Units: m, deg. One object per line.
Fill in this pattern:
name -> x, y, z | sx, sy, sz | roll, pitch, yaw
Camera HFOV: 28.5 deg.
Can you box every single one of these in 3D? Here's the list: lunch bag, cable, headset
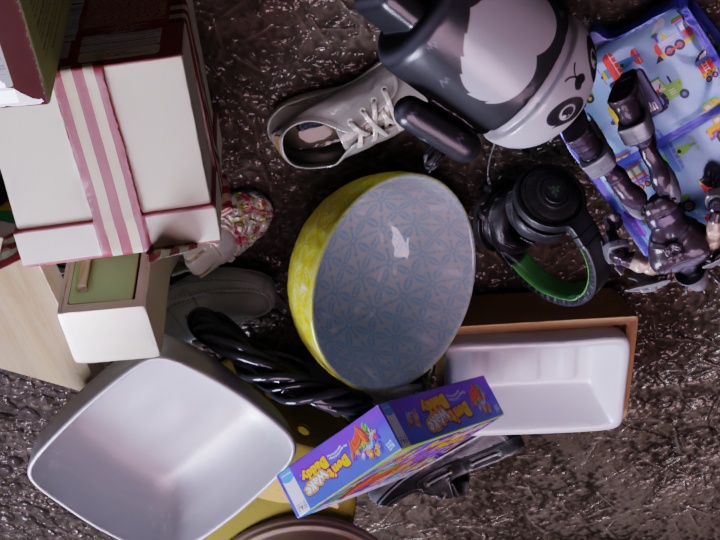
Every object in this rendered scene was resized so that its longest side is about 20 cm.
lunch bag -> 0.256, -0.137, 1.216 | 0.150, 0.095, 0.200 | -29, 116, 28
cable -> -0.080, 0.093, 1.305 | 0.198, 0.163, 0.051 | 28, 93, 10
headset -> 0.138, -0.046, 1.267 | 0.201, 0.094, 0.123 | 55, 152, -9

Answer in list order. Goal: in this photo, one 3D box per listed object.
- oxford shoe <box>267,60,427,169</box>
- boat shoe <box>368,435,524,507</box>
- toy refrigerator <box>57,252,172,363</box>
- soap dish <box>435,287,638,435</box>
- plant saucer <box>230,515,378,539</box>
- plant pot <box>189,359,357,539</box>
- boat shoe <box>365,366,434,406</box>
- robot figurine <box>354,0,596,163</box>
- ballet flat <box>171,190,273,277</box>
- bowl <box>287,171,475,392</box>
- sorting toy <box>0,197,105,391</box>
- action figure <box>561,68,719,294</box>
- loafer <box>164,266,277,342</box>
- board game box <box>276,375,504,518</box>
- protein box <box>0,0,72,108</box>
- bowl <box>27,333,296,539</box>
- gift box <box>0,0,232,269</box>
oxford shoe -> 0.012, -0.136, 1.219 | 0.198, 0.058, 0.076 | -19, 129, 14
boat shoe -> 0.091, 0.218, 1.549 | 0.199, 0.071, 0.072 | -37, 169, 30
toy refrigerator -> -0.206, -0.021, 1.228 | 0.075, 0.202, 0.070 | -4, 136, 4
soap dish -> 0.174, 0.091, 1.433 | 0.197, 0.082, 0.159 | -4, 136, 2
plant saucer -> -0.060, 0.328, 1.437 | 0.197, 0.030, 0.202 | -3, 126, -4
plant pot -> -0.095, 0.201, 1.469 | 0.193, 0.196, 0.201 | 18, 127, -19
boat shoe -> 0.045, 0.109, 1.451 | 0.085, 0.075, 0.202 | -14, 128, 33
robot figurine -> 0.094, -0.182, 1.117 | 0.199, 0.126, 0.150 | 33, 123, -21
ballet flat -> -0.172, -0.015, 1.332 | 0.198, 0.064, 0.076 | -18, 131, 16
bowl -> 0.000, 0.000, 1.302 | 0.107, 0.201, 0.201 | 19, 156, 46
sorting toy -> -0.329, 0.005, 1.301 | 0.197, 0.070, 0.201 | 12, 140, 24
action figure -> 0.247, -0.060, 1.182 | 0.129, 0.070, 0.201 | -27, 112, 17
loafer -> -0.177, 0.047, 1.389 | 0.197, 0.070, 0.070 | -13, 134, 12
board game box -> 0.031, 0.162, 1.329 | 0.134, 0.045, 0.199 | -37, 164, 29
protein box -> -0.292, -0.251, 0.994 | 0.133, 0.200, 0.201 | -4, 135, 3
bowl -> -0.180, 0.152, 1.300 | 0.199, 0.075, 0.200 | -40, 123, 18
gift box -> -0.205, -0.103, 1.125 | 0.182, 0.201, 0.189 | -5, 125, 4
